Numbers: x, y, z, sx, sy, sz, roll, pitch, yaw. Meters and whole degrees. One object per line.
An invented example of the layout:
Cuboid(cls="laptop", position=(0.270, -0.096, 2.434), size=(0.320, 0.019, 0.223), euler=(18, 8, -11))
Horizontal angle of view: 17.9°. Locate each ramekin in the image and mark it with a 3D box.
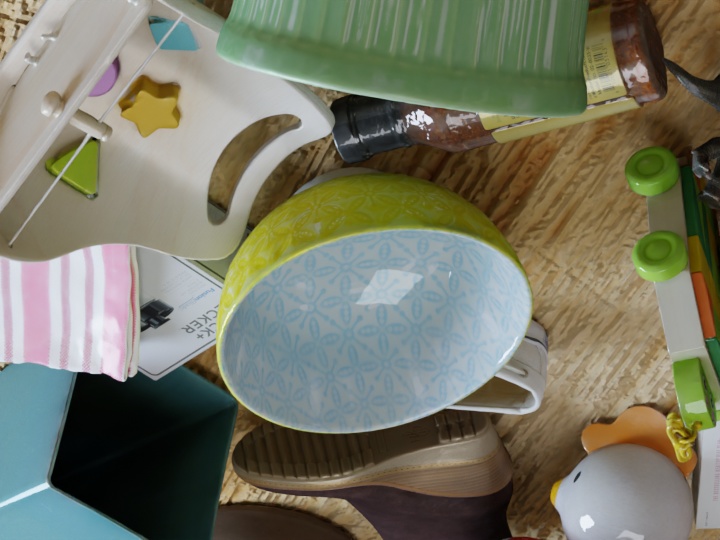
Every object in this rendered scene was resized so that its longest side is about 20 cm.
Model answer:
Cuboid(cls="ramekin", position=(0.029, -0.147, 1.206), size=(0.199, 0.200, 0.098), euler=(8, 100, -6))

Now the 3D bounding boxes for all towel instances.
Cuboid(cls="towel", position=(-0.240, 0.010, 1.439), size=(0.199, 0.030, 0.147), euler=(4, 139, 0))

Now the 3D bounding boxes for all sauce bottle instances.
Cuboid(cls="sauce bottle", position=(0.079, -0.107, 1.348), size=(0.199, 0.066, 0.066), euler=(-12, 137, 17))

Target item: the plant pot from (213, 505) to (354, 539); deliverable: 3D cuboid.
Cuboid(cls="plant pot", position=(-0.090, 0.306, 1.757), size=(0.200, 0.175, 0.201), euler=(3, 140, 2))

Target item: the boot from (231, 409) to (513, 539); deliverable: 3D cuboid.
Cuboid(cls="boot", position=(0.014, 0.172, 1.670), size=(0.199, 0.072, 0.167), euler=(-5, 137, 4))

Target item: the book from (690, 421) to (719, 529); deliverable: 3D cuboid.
Cuboid(cls="book", position=(0.339, 0.124, 1.617), size=(0.199, 0.048, 0.134), euler=(-1, 137, 3))

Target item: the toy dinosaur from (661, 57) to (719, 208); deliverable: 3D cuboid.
Cuboid(cls="toy dinosaur", position=(0.247, -0.078, 1.367), size=(0.200, 0.102, 0.077), euler=(36, 165, -17))

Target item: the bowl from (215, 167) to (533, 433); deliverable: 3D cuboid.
Cuboid(cls="bowl", position=(0.000, 0.000, 1.432), size=(0.200, 0.108, 0.200), euler=(-9, 141, -7))

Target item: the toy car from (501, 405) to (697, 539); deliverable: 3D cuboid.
Cuboid(cls="toy car", position=(0.166, 0.191, 1.634), size=(0.176, 0.201, 0.184), euler=(13, 177, 16))

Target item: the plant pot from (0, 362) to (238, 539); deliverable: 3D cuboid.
Cuboid(cls="plant pot", position=(-0.214, 0.147, 1.611), size=(0.200, 0.142, 0.141), euler=(-25, 133, 39))

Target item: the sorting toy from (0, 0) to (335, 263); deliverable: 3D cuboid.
Cuboid(cls="sorting toy", position=(-0.117, -0.084, 1.338), size=(0.180, 0.107, 0.200), euler=(27, 118, -28))

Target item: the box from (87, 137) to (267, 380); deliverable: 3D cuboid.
Cuboid(cls="box", position=(-0.165, -0.019, 1.468), size=(0.117, 0.060, 0.200), euler=(-30, 130, 33))

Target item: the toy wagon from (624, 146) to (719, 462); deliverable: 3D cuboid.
Cuboid(cls="toy wagon", position=(0.202, 0.027, 1.391), size=(0.039, 0.200, 0.155), euler=(-13, 137, 15))

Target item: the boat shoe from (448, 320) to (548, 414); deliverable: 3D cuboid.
Cuboid(cls="boat shoe", position=(0.029, 0.065, 1.546), size=(0.199, 0.070, 0.071), euler=(8, 139, -6))
